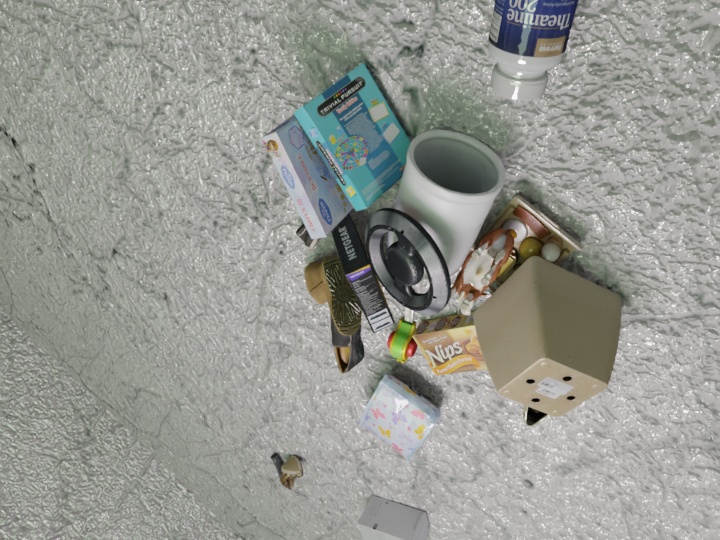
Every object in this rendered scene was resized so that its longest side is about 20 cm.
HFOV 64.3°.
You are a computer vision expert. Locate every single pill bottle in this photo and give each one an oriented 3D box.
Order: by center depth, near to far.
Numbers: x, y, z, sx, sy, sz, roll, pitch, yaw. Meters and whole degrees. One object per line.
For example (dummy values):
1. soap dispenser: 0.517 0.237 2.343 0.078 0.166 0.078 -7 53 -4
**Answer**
1. pill bottle: 0.236 -0.347 0.787 0.109 0.111 0.203 20 133 20

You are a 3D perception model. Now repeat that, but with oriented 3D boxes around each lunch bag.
1. lunch bag: 0.104 0.351 1.418 0.168 0.128 0.202 32 145 12

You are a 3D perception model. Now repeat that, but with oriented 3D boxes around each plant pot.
1. plant pot: 0.328 0.134 1.010 0.196 0.180 0.201 22 138 -12

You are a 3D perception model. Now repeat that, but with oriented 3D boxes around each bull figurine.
1. bull figurine: 0.207 0.012 1.025 0.064 0.121 0.202 33 129 14

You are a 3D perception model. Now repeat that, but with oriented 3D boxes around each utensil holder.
1. utensil holder: 0.140 -0.109 1.001 0.168 0.171 0.202 28 137 12

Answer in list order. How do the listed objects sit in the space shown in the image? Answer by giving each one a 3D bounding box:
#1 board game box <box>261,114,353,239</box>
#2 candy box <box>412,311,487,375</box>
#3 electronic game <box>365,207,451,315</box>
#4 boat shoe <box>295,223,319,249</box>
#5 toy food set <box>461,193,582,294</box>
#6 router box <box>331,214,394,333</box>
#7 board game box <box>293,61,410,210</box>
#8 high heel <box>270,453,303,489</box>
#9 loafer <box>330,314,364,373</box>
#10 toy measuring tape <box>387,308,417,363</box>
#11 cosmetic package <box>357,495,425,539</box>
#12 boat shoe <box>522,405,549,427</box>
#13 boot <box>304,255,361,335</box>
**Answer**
1. board game box: -0.068 -0.197 1.052 0.040 0.200 0.203 -7 119 38
2. candy box: 0.221 0.156 1.231 0.197 0.055 0.117 -15 114 42
3. electronic game: 0.077 -0.013 0.976 0.199 0.041 0.203 40 149 30
4. boat shoe: -0.091 -0.120 1.225 0.056 0.067 0.201 33 139 0
5. toy food set: 0.284 -0.026 1.041 0.143 0.061 0.201 38 136 3
6. router box: 0.000 0.000 1.154 0.051 0.202 0.159 -23 128 2
7. board game box: -0.001 -0.234 1.010 0.202 0.151 0.047 56 156 -15
8. high heel: -0.225 0.707 1.952 0.198 0.071 0.145 0 118 54
9. loafer: -0.039 0.163 1.405 0.071 0.072 0.204 5 125 32
10. toy measuring tape: 0.096 0.140 1.295 0.072 0.074 0.203 18 132 21
11. cosmetic package: 0.103 0.786 1.767 0.196 0.113 0.083 1 124 32
12. boat shoe: 0.393 0.253 1.179 0.074 0.069 0.203 26 134 14
13. boot: -0.065 0.057 1.266 0.200 0.065 0.180 157 101 -71
